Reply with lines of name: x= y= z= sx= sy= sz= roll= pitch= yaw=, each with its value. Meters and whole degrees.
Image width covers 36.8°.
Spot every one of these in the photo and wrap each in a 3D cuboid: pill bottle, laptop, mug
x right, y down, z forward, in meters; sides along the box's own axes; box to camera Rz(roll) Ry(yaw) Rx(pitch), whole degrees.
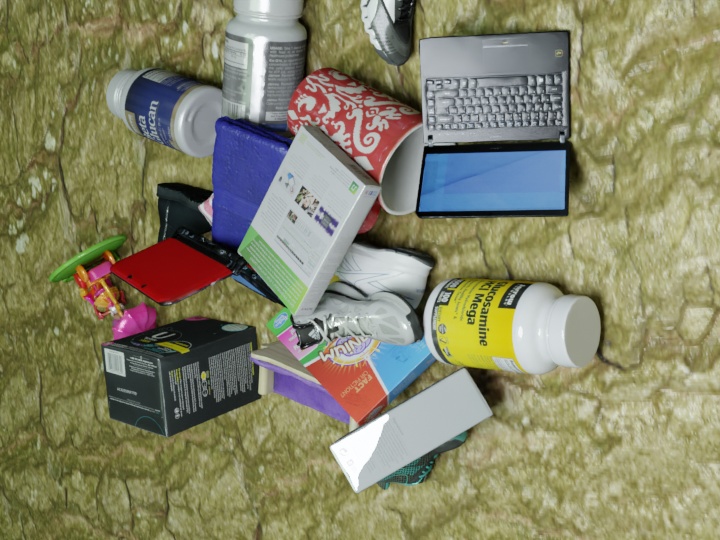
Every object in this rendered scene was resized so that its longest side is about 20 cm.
pill bottle: x=-0.301 y=-0.252 z=1.679 sx=0.200 sy=0.111 sz=0.111 roll=23 pitch=117 yaw=36
pill bottle: x=-0.134 y=-0.292 z=1.513 sx=0.114 sy=0.114 sz=0.200 roll=23 pitch=116 yaw=36
laptop: x=0.151 y=-0.169 z=1.250 sx=0.177 sy=0.103 sz=0.200 roll=0 pitch=105 yaw=12
pill bottle: x=0.185 y=0.068 z=1.327 sx=0.200 sy=0.112 sz=0.113 roll=2 pitch=104 yaw=42
mug: x=-0.008 y=-0.162 z=1.407 sx=0.200 sy=0.178 sz=0.133 roll=37 pitch=167 yaw=34

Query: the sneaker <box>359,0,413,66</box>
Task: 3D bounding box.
sneaker: x=0.046 y=-0.360 z=1.361 sx=0.090 sy=0.066 sz=0.200 roll=-2 pitch=99 yaw=45

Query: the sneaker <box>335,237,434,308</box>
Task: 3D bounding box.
sneaker: x=0.000 y=0.000 z=1.475 sx=0.200 sy=0.075 sz=0.087 roll=15 pitch=99 yaw=28

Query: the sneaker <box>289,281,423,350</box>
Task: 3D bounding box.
sneaker: x=-0.016 y=0.078 z=1.395 sx=0.200 sy=0.115 sz=0.076 roll=13 pitch=127 yaw=51

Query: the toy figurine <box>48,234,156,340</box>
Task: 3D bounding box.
toy figurine: x=-0.435 y=0.059 z=1.897 sx=0.184 sy=0.150 sz=0.200 roll=59 pitch=155 yaw=0

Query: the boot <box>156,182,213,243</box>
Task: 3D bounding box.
boot: x=-0.263 y=-0.043 z=1.726 sx=0.200 sy=0.076 sz=0.168 roll=18 pitch=111 yaw=45

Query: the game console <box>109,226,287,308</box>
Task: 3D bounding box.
game console: x=-0.223 y=0.021 z=1.520 sx=0.119 sy=0.172 sz=0.200 roll=-54 pitch=37 yaw=-8

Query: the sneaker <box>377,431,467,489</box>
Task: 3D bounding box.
sneaker: x=0.078 y=0.257 z=1.522 sx=0.200 sy=0.078 sz=0.091 roll=-21 pitch=111 yaw=41

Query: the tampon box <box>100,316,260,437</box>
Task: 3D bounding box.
tampon box: x=-0.282 y=0.161 z=1.720 sx=0.150 sy=0.200 sz=0.126 roll=8 pitch=107 yaw=40

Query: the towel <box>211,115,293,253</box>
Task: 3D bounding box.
towel: x=-0.139 y=-0.105 z=1.492 sx=0.148 sy=0.050 sz=0.200 roll=23 pitch=126 yaw=25

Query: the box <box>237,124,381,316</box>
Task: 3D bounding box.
box: x=-0.069 y=-0.063 z=1.373 sx=0.144 sy=0.036 sz=0.200 roll=46 pitch=116 yaw=34

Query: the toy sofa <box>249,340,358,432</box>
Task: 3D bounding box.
toy sofa: x=-0.071 y=0.172 z=1.603 sx=0.200 sy=0.098 sz=0.083 roll=18 pitch=114 yaw=37

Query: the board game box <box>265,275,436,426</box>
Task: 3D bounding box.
board game box: x=-0.010 y=0.095 z=1.501 sx=0.153 sy=0.040 sz=0.200 roll=-44 pitch=66 yaw=-5

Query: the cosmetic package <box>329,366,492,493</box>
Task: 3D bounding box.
cosmetic package: x=0.066 y=0.203 z=1.397 sx=0.200 sy=0.101 sz=0.071 roll=-31 pitch=84 yaw=2

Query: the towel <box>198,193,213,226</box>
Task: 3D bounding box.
towel: x=-0.146 y=-0.079 z=1.556 sx=0.146 sy=0.030 sz=0.200 roll=54 pitch=133 yaw=1
